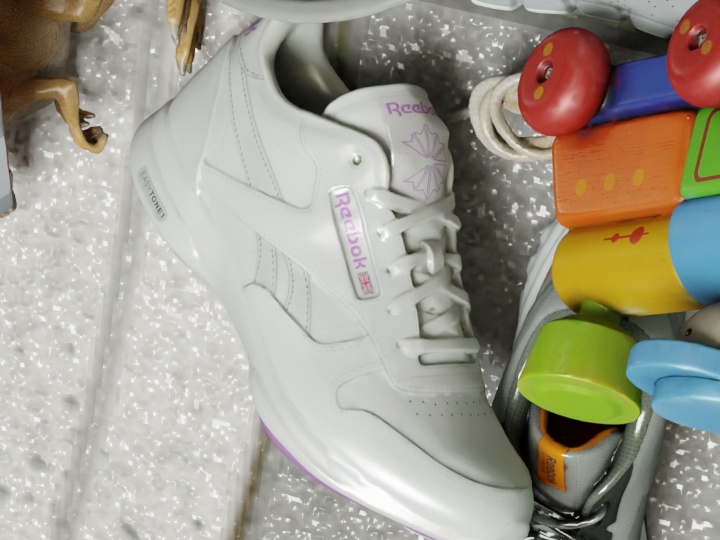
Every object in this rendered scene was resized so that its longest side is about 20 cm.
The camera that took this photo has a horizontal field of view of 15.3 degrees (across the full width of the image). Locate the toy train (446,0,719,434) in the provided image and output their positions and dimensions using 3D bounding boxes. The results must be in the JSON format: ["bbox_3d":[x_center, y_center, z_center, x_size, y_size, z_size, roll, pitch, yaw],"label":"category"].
[{"bbox_3d":[0.075,-0.006,0.811,0.084,0.117,0.199,25,162,-30],"label":"toy train"}]

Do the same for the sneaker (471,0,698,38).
[{"bbox_3d":[0.087,-0.114,0.787,0.199,0.116,0.076,19,78,2],"label":"sneaker"}]

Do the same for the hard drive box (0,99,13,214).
[{"bbox_3d":[-0.195,-0.103,0.839,0.077,0.156,0.201,-32,80,-13],"label":"hard drive box"}]

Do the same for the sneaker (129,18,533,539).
[{"bbox_3d":[0.000,0.000,0.865,0.100,0.075,0.200,-47,65,26],"label":"sneaker"}]

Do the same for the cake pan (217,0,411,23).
[{"bbox_3d":[0.006,-0.169,0.787,0.199,0.037,0.202,-6,80,35],"label":"cake pan"}]

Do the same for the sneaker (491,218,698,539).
[{"bbox_3d":[0.066,0.071,0.907,0.073,0.079,0.201,15,119,10],"label":"sneaker"}]

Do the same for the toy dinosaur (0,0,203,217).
[{"bbox_3d":[-0.105,-0.105,0.890,0.105,0.060,0.202,10,108,4],"label":"toy dinosaur"}]
